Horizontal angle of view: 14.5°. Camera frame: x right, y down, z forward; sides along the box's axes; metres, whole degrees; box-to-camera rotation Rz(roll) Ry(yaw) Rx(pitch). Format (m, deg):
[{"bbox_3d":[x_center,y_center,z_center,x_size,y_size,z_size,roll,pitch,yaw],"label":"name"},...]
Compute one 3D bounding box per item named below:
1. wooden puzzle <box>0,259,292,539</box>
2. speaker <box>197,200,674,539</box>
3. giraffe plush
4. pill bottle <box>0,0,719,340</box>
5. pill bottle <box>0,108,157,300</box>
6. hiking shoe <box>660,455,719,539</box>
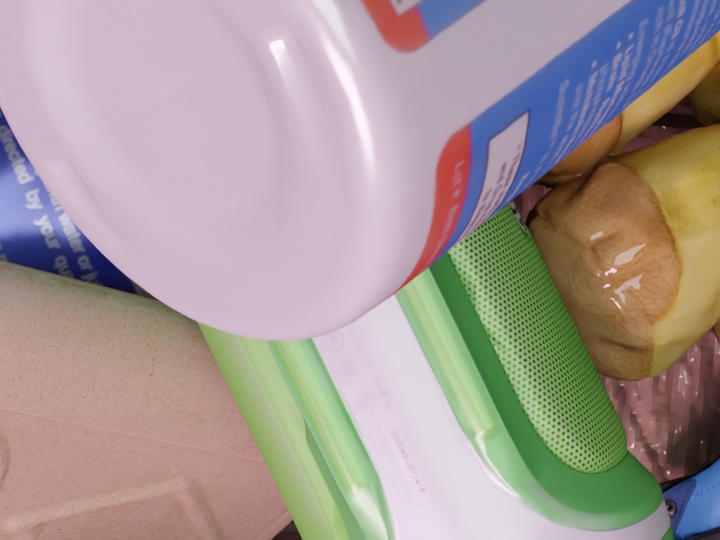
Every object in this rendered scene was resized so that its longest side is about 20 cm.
[{"bbox_3d":[-0.118,0.072,0.703,0.200,0.185,0.046,-47,55,21],"label":"wooden puzzle"},{"bbox_3d":[0.000,0.000,0.663,0.088,0.088,0.200,-26,93,-6],"label":"speaker"},{"bbox_3d":[0.136,-0.072,0.711,0.200,0.162,0.173,-10,71,-42],"label":"giraffe plush"},{"bbox_3d":[0.026,-0.081,0.582,0.200,0.112,0.112,-37,97,-36],"label":"pill bottle"},{"bbox_3d":[-0.101,-0.009,0.742,0.200,0.112,0.112,-24,94,-5],"label":"pill bottle"},{"bbox_3d":[0.113,0.097,0.805,0.087,0.074,0.200,28,91,19],"label":"hiking shoe"}]
